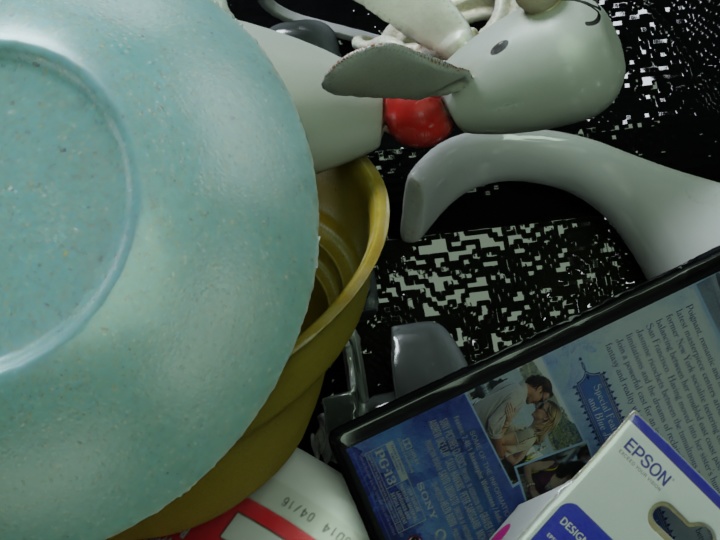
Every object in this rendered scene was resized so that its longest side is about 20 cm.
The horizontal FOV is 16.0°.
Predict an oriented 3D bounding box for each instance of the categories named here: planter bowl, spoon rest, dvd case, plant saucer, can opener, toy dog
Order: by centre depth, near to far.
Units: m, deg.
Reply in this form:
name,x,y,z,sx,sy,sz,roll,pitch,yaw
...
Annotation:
name,x,y,z,sx,sy,sz,roll,pitch,yaw
plant saucer,-0.113,-0.013,0.780,0.200,0.039,0.202,-4,71,12
toy dog,-0.023,-0.077,0.853,0.199,0.132,0.097,-23,122,-9
planter bowl,-0.077,0.033,0.880,0.200,0.200,0.084,-27,123,-14
dvd case,0.104,0.079,0.892,0.199,0.018,0.143,-25,95,-13
can opener,0.000,0.000,0.991,0.066,0.053,0.201,-13,73,0
spoon rest,0.117,-0.007,0.997,0.199,0.100,0.061,23,53,12

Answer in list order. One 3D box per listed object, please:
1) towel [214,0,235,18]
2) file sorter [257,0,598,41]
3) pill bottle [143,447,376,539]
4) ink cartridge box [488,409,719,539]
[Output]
name,x,y,z,sx,sy,sz,roll,pitch,yaw
towel,-0.163,-0.107,0.961,0.199,0.048,0.171,-19,44,-13
file sorter,0.045,-0.195,1.016,0.138,0.125,0.201,14,72,-3
pill bottle,-0.060,0.166,0.903,0.112,0.112,0.200,35,72,3
ink cartridge box,0.053,0.150,0.852,0.095,0.037,0.200,44,84,-9
